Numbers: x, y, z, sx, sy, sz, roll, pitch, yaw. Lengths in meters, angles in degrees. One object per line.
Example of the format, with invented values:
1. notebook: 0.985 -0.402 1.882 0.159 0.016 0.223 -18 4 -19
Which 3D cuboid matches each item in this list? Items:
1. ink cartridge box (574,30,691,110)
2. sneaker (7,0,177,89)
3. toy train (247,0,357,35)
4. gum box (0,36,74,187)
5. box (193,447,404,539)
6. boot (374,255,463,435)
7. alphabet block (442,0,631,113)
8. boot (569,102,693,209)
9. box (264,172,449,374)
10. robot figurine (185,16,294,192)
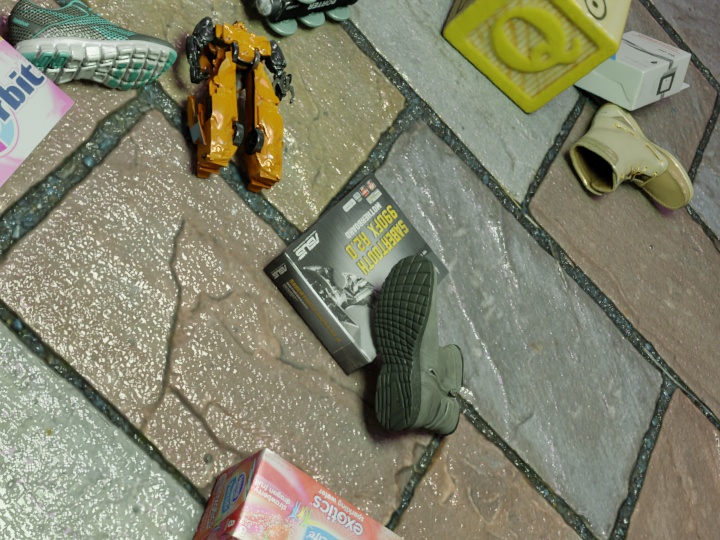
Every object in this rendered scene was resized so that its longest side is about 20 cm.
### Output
1. ink cartridge box: 0.441 -0.323 1.899 0.115 0.068 0.199 30 36 31
2. sneaker: -0.289 -0.252 1.290 0.198 0.077 0.093 -3 65 -42
3. toy train: -0.073 -0.374 1.532 0.199 0.085 0.115 -26 75 -45
4. gum box: -0.376 -0.135 1.155 0.113 0.066 0.201 42 47 -16
5. box: -0.056 0.278 1.178 0.199 0.094 0.104 37 49 -18
6. boot: 0.075 0.088 1.373 0.130 0.067 0.204 8 88 -56
7. alphabet block: 0.264 -0.391 1.738 0.194 0.196 0.202 38 48 -15
8. boot: 0.408 -0.146 1.804 0.200 0.073 0.155 48 42 -3
9. box: 0.000 0.000 1.408 0.159 0.048 0.200 51 46 -5
10. robot figurine: -0.145 -0.198 1.389 0.143 0.058 0.203 14 59 -34
